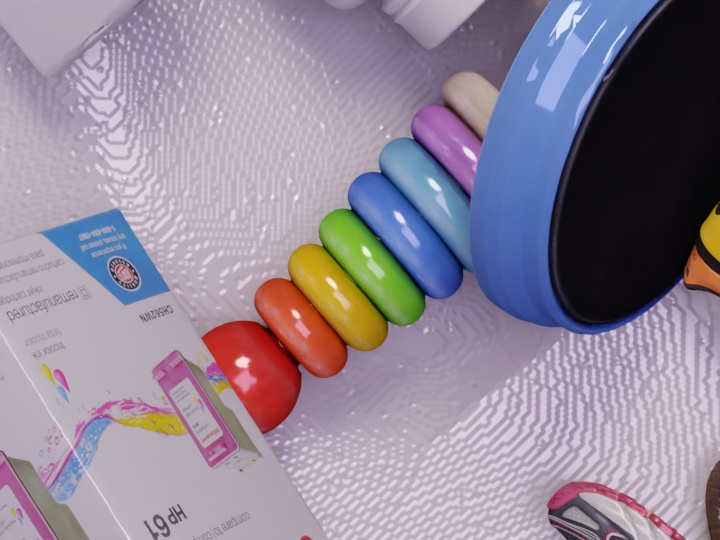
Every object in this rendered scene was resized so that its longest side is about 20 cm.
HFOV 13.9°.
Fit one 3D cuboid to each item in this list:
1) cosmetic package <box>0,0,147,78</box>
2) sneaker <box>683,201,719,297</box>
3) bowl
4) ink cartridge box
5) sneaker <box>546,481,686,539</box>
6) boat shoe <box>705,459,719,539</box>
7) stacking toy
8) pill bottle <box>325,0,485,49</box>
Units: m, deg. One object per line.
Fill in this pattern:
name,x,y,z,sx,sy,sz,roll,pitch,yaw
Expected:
cosmetic package,-0.160,-0.196,1.309,0.200,0.102,0.074,51,52,-7
sneaker,0.241,0.028,1.353,0.200,0.070,0.090,36,128,-5
bowl,0.125,-0.063,1.314,0.039,0.201,0.201,28,85,29
ink cartridge box,-0.112,0.086,1.277,0.085,0.145,0.200,-34,85,26
sneaker,0.149,0.184,1.370,0.075,0.081,0.200,-36,95,-4
boat shoe,0.236,0.167,1.391,0.072,0.076,0.200,-38,76,28
stacking toy,0.000,0.000,1.353,0.200,0.085,0.085,-40,95,-2
pill bottle,-0.015,-0.195,1.332,0.200,0.109,0.109,43,85,-6
